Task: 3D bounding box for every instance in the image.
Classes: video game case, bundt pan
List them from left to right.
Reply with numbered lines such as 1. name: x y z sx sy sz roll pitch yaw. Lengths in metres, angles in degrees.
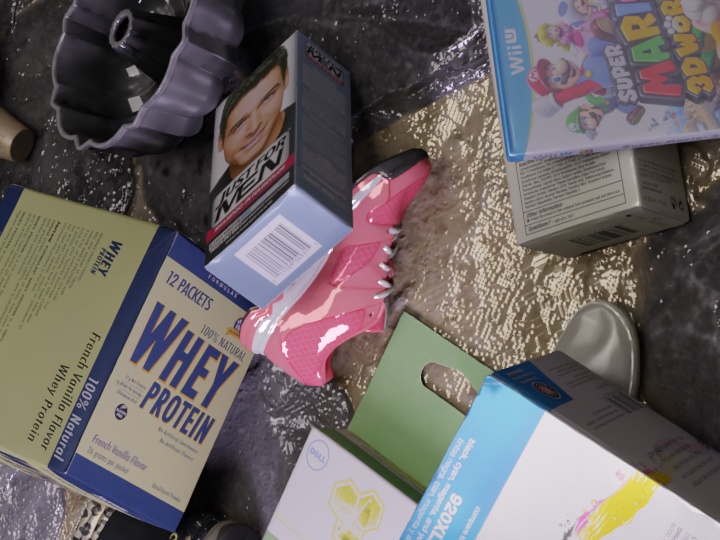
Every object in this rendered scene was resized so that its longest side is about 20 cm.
1. bundt pan: -0.162 -0.181 1.637 0.201 0.075 0.204 -25 56 43
2. video game case: 0.185 -0.151 1.334 0.198 0.018 0.145 -7 76 0

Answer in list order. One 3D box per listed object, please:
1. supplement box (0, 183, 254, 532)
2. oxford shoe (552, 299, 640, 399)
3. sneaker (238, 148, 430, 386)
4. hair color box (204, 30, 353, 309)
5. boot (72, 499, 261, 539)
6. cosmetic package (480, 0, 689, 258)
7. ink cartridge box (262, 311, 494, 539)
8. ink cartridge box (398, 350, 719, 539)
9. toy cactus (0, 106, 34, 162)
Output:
1. supplement box: -0.209 0.065 1.583 0.199 0.134 0.202 14 75 40
2. oxford shoe: 0.131 0.115 1.382 0.075 0.058 0.202 29 99 40
3. sneaker: 0.000 0.000 1.513 0.087 0.074 0.201 41 104 7
4. hair color box: -0.059 -0.077 1.505 0.099 0.060 0.201 -40 28 26
5. boot: -0.169 0.268 1.589 0.153 0.073 0.205 23 90 41
6. cosmetic package: 0.150 -0.120 1.395 0.105 0.071 0.202 -16 73 35
7. ink cartridge box: 0.024 0.148 1.470 0.145 0.048 0.202 33 106 38
8. ink cartridge box: 0.150 0.167 1.264 0.199 0.147 0.146 32 104 18
9. toy cactus: -0.360 -0.144 1.808 0.164 0.102 0.202 24 89 29
